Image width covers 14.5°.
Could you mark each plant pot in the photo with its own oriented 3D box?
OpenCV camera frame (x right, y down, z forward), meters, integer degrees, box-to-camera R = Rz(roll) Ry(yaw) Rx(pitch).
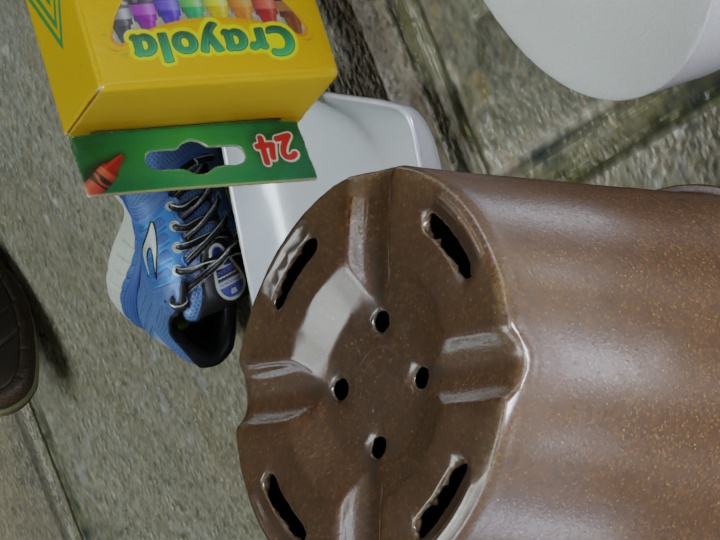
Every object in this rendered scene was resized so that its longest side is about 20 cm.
[{"bbox_3d":[0.076,0.050,1.021,0.200,0.198,0.201,-15,71,48],"label":"plant pot"}]

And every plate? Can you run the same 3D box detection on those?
[{"bbox_3d":[0.000,0.000,1.389,0.199,0.032,0.201,17,122,57],"label":"plate"}]

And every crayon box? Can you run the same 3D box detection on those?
[{"bbox_3d":[-0.091,-0.136,1.328,0.051,0.127,0.201,-46,57,53],"label":"crayon box"}]

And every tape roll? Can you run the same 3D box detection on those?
[{"bbox_3d":[0.091,-0.167,1.104,0.203,0.037,0.203,42,142,45],"label":"tape roll"}]

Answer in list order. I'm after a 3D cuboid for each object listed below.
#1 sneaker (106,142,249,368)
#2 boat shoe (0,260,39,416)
[{"bbox_3d":[-0.087,-0.027,1.501,0.089,0.078,0.200,44,152,33],"label":"sneaker"},{"bbox_3d":[-0.260,0.022,1.870,0.076,0.071,0.200,86,160,-57],"label":"boat shoe"}]
